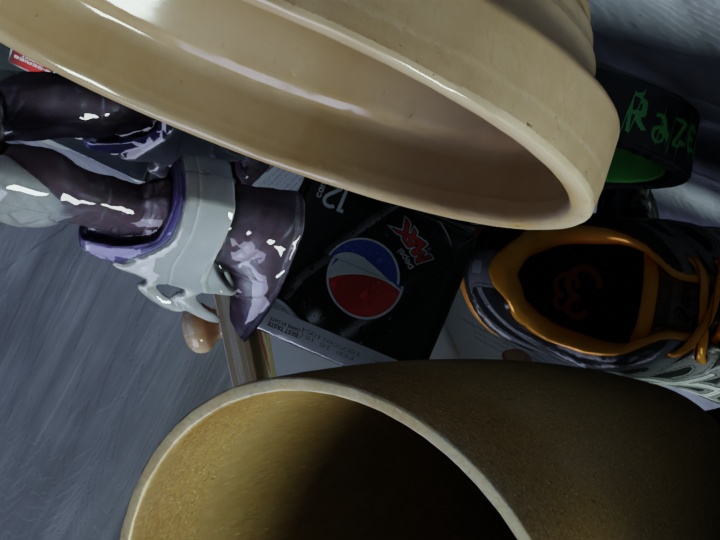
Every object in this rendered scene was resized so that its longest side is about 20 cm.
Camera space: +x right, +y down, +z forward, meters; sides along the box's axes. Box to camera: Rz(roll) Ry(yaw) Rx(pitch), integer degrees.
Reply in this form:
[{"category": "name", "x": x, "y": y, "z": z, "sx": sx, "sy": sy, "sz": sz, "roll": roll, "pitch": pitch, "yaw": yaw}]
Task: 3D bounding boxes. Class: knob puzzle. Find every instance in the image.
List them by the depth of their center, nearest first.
[{"category": "knob puzzle", "x": -0.061, "y": -0.007, "z": 0.999, "sx": 0.030, "sy": 0.222, "sz": 0.220, "roll": -11, "pitch": 174, "yaw": 0}]

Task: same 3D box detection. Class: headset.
[{"category": "headset", "x": 0.031, "y": -0.071, "z": 0.937, "sx": 0.199, "sy": 0.095, "sz": 0.123, "roll": 5, "pitch": 172, "yaw": 31}]

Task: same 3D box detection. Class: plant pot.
[{"category": "plant pot", "x": -0.018, "y": -0.090, "z": 0.667, "sx": 0.199, "sy": 0.093, "sz": 0.201, "roll": 20, "pitch": 171, "yaw": 3}, {"category": "plant pot", "x": 0.049, "y": 0.107, "z": 0.866, "sx": 0.185, "sy": 0.188, "sz": 0.199, "roll": 22, "pitch": -158, "yaw": 32}]

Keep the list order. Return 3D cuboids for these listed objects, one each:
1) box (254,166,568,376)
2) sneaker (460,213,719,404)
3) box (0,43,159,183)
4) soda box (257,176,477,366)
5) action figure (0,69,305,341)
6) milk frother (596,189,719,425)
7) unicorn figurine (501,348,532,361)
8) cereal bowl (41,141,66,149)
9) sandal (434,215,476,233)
[{"category": "box", "x": 0.026, "y": 0.027, "z": 1.189, "sx": 0.124, "sy": 0.097, "sz": 0.201, "roll": 29, "pitch": -152, "yaw": -41}, {"category": "sneaker", "x": 0.134, "y": 0.017, "z": 0.982, "sx": 0.198, "sy": 0.079, "sz": 0.077, "roll": 6, "pitch": 180, "yaw": 6}, {"category": "box", "x": -0.133, "y": -0.123, "z": 0.824, "sx": 0.199, "sy": 0.046, "sz": 0.159, "roll": 25, "pitch": 147, "yaw": -4}, {"category": "soda box", "x": 0.000, "y": 0.000, "z": 0.992, "sx": 0.070, "sy": 0.064, "sz": 0.200, "roll": 23, "pitch": -179, "yaw": -1}, {"category": "action figure", "x": -0.116, "y": -0.038, "z": 0.766, "sx": 0.198, "sy": 0.131, "sz": 0.069, "roll": 10, "pitch": 141, "yaw": -23}, {"category": "milk frother", "x": 0.196, "y": 0.055, "z": 1.077, "sx": 0.186, "sy": 0.201, "sz": 0.181, "roll": -11, "pitch": -145, "yaw": 2}, {"category": "unicorn figurine", "x": 0.059, "y": 0.105, "z": 1.045, "sx": 0.138, "sy": 0.074, "sz": 0.200, "roll": 59, "pitch": 160, "yaw": -11}, {"category": "cereal bowl", "x": -0.169, "y": -0.117, "z": 1.258, "sx": 0.199, "sy": 0.084, "sz": 0.200, "roll": 24, "pitch": 176, "yaw": 2}, {"category": "sandal", "x": 0.007, "y": -0.076, "z": 1.090, "sx": 0.200, "sy": 0.048, "sz": 0.075, "roll": 40, "pitch": 171, "yaw": -21}]
